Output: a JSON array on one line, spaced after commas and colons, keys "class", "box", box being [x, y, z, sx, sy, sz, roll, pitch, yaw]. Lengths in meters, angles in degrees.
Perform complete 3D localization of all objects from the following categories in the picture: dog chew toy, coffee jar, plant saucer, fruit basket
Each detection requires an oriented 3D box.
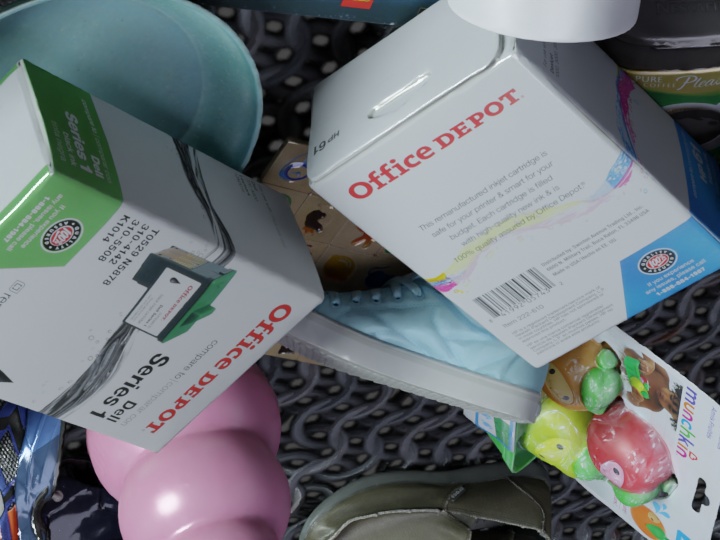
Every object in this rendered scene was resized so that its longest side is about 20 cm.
[{"class": "dog chew toy", "box": [-0.099, 0.136, 1.160, 0.124, 0.201, 0.125, -11, 140, -10]}, {"class": "coffee jar", "box": [0.184, -0.101, 1.102, 0.103, 0.086, 0.201, -3, 140, 3]}, {"class": "plant saucer", "box": [-0.150, -0.077, 0.981, 0.199, 0.036, 0.201, -15, 141, -13]}, {"class": "fruit basket", "box": [0.151, 0.096, 1.222, 0.093, 0.200, 0.186, -30, 145, -22]}]

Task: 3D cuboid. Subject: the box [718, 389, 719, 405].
[{"class": "box", "box": [0.259, -0.033, 1.135, 0.049, 0.199, 0.201, 10, 142, 15]}]

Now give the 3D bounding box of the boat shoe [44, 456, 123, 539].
[{"class": "boat shoe", "box": [-0.231, 0.163, 1.249, 0.199, 0.075, 0.093, 10, 113, -29]}]

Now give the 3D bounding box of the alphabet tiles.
[{"class": "alphabet tiles", "box": [0.000, 0.000, 1.144, 0.199, 0.008, 0.167, 12, 131, -32]}]

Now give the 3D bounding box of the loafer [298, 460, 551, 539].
[{"class": "loafer", "box": [0.054, 0.189, 1.388, 0.198, 0.070, 0.076, -10, 139, -12]}]

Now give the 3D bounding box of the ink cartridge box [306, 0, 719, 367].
[{"class": "ink cartridge box", "box": [0.087, -0.054, 1.030, 0.144, 0.085, 0.200, -31, 129, 30]}]

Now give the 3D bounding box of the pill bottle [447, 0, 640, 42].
[{"class": "pill bottle", "box": [0.096, -0.217, 0.872, 0.115, 0.116, 0.201, -5, 118, -18]}]

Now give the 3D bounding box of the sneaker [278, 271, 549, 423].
[{"class": "sneaker", "box": [0.024, 0.028, 1.142, 0.199, 0.083, 0.074, 19, 171, -19]}]

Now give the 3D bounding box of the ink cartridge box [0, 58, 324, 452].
[{"class": "ink cartridge box", "box": [-0.138, 0.000, 0.979, 0.146, 0.085, 0.199, -42, 138, 21]}]

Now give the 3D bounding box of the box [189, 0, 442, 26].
[{"class": "box", "box": [0.012, -0.192, 0.966, 0.199, 0.038, 0.137, 3, 135, -26]}]

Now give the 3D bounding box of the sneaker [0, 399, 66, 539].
[{"class": "sneaker", "box": [-0.232, 0.161, 1.185, 0.078, 0.202, 0.075, 8, 178, -8]}]

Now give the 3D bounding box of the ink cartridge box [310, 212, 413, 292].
[{"class": "ink cartridge box", "box": [0.036, -0.042, 1.146, 0.119, 0.042, 0.200, 13, 128, -34]}]
